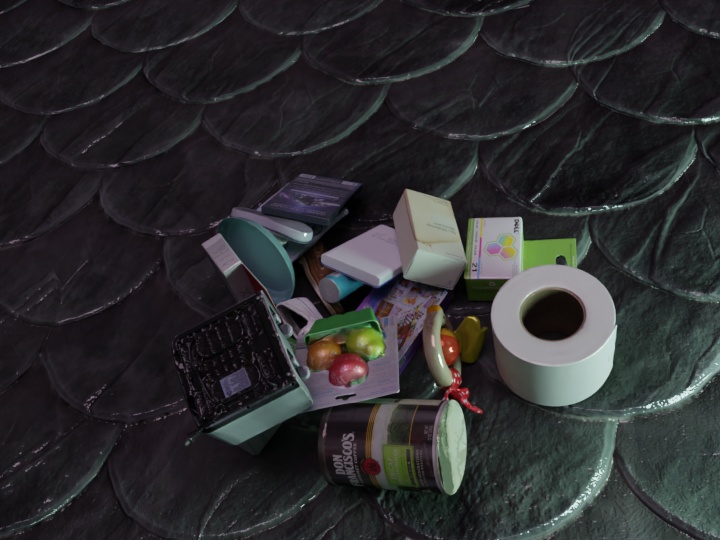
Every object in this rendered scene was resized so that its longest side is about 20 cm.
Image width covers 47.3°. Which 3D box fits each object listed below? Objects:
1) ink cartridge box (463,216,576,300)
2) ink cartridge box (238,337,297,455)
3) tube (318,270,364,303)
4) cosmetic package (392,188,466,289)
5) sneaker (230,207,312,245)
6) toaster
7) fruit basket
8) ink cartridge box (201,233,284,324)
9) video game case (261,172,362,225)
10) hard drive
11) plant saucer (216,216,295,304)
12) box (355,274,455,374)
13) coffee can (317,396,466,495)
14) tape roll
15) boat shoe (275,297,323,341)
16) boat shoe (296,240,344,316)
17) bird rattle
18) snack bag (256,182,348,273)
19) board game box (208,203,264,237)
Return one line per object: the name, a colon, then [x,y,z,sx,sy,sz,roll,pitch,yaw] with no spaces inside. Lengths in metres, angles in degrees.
ink cartridge box: [0.301,-0.023,1.539,0.200,0.076,0.148,-1,54,14]
ink cartridge box: [-0.189,0.208,1.481,0.146,0.083,0.200,23,63,28]
tube: [0.000,0.000,1.582,0.077,0.050,0.200,30,39,25]
cosmetic package: [0.128,-0.062,1.563,0.103,0.073,0.200,13,35,-17]
sneaker: [-0.174,-0.071,1.608,0.200,0.071,0.073,18,16,37]
toaster: [-0.189,0.161,1.285,0.200,0.119,0.181,-28,60,2]
fruit basket: [-0.023,0.157,1.369,0.185,0.094,0.200,-14,39,10]
ink cartridge box: [-0.207,0.049,1.530,0.045,0.200,0.176,-35,53,-12]
video game case: [-0.095,-0.148,1.668,0.143,0.019,0.200,12,30,16]
hard drive: [0.036,-0.031,1.580,0.132,0.025,0.200,23,31,27]
plant saucer: [-0.197,-0.023,1.588,0.200,0.200,0.027,26,51,29]
box: [0.068,0.084,1.538,0.137,0.039,0.200,24,63,29]
coffee can: [0.053,0.276,1.310,0.200,0.146,0.147,-3,52,24]
tape roll: [0.325,0.110,1.393,0.202,0.139,0.203,-6,53,8]
boat shoe: [-0.088,0.124,1.515,0.065,0.074,0.200,-6,35,-42]
boat shoe: [-0.069,0.010,1.607,0.068,0.072,0.200,-27,52,-6]
bird rattle: [0.140,0.153,1.403,0.113,0.163,0.200,-10,40,29]
snack bag: [-0.152,-0.093,1.682,0.188,0.021,0.200,28,61,36]
board game box: [-0.205,-0.075,1.729,0.200,0.035,0.136,-27,52,-7]
